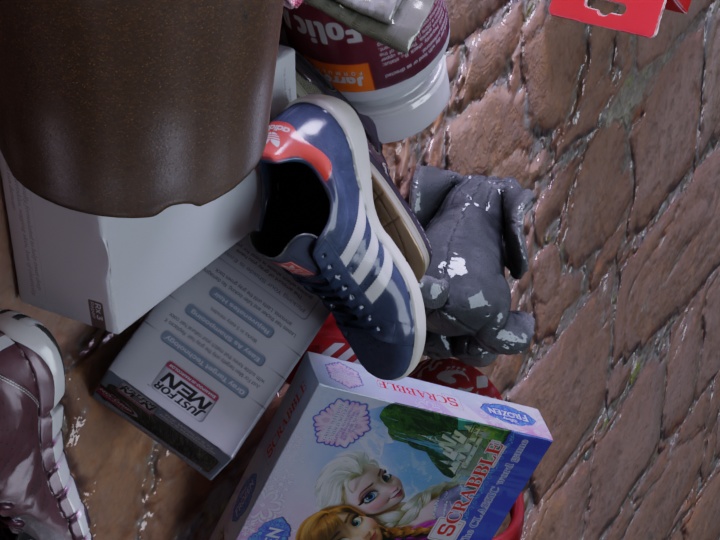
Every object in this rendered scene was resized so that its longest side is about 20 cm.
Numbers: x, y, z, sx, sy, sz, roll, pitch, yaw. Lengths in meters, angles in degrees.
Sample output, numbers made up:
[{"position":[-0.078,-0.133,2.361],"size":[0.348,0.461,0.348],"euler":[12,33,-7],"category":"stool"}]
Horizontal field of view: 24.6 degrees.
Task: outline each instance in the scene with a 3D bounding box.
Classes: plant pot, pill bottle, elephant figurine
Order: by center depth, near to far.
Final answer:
[{"position":[-0.120,-0.148,0.860],"size":[0.200,0.200,0.198],"euler":[-46,150,-41],"category":"plant pot"},{"position":[-0.001,-0.190,1.129],"size":[0.114,0.114,0.200],"euler":[-55,148,-30],"category":"pill bottle"},{"position":[0.092,-0.031,1.416],"size":[0.141,0.155,0.200],"euler":[24,68,-20],"category":"elephant figurine"}]

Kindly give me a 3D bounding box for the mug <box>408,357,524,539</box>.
[{"position":[0.053,0.181,1.405],"size":[0.133,0.178,0.200],"euler":[-50,175,38],"category":"mug"}]

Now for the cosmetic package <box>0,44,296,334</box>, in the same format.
[{"position":[-0.123,-0.061,1.014],"size":[0.200,0.081,0.113],"euler":[-38,137,-47],"category":"cosmetic package"}]

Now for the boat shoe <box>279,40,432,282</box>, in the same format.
[{"position":[-0.015,-0.078,1.107],"size":[0.065,0.200,0.072],"euler":[-38,175,-46],"category":"boat shoe"}]

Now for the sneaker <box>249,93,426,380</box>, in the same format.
[{"position":[-0.023,-0.006,1.044],"size":[0.085,0.075,0.200],"euler":[-40,117,-42],"category":"sneaker"}]

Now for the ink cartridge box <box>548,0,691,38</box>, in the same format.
[{"position":[0.264,-0.316,1.550],"size":[0.067,0.116,0.200],"euler":[18,91,-64],"category":"ink cartridge box"}]

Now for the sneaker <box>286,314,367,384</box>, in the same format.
[{"position":[0.000,0.000,1.224],"size":[0.078,0.115,0.200],"euler":[14,101,-86],"category":"sneaker"}]

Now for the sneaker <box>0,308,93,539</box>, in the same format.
[{"position":[-0.225,0.130,0.957],"size":[0.115,0.076,0.200],"euler":[-29,120,-47],"category":"sneaker"}]

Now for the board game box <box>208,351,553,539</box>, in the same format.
[{"position":[0.011,0.170,1.228],"size":[0.199,0.041,0.200],"euler":[15,117,-24],"category":"board game box"}]

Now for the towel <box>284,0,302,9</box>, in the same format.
[{"position":[-0.036,-0.269,0.971],"size":[0.200,0.146,0.030],"euler":[-53,-172,-16],"category":"towel"}]

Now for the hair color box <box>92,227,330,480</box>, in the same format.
[{"position":[-0.081,0.029,1.111],"size":[0.200,0.099,0.061],"euler":[-56,-176,-30],"category":"hair color box"}]

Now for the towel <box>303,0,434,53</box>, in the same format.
[{"position":[-0.013,-0.257,1.003],"size":[0.193,0.200,0.035],"euler":[-66,-167,-17],"category":"towel"}]
